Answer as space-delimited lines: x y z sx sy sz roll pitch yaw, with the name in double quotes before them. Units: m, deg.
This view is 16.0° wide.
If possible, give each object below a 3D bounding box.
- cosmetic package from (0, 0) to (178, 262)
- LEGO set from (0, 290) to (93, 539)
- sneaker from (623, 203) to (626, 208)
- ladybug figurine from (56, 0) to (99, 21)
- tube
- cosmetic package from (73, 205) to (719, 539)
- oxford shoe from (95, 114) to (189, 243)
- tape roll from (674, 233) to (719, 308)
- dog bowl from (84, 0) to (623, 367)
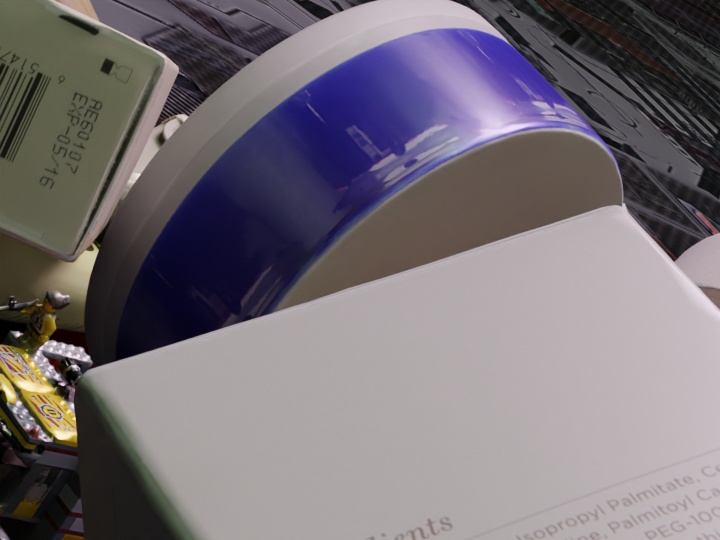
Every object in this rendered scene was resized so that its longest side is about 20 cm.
"cosmetic package" -0.121 -0.060 0.860 0.103 0.073 0.200 25 1 -3
"LEGO set" -0.146 0.032 0.705 0.154 0.116 0.200 23 19 -41
"sneaker" 0.125 0.030 1.139 0.200 0.074 0.118 27 -39 45
"ladybug figurine" -0.150 -0.096 1.051 0.136 0.072 0.200 52 -12 37
"tube" -0.128 -0.002 0.981 0.200 0.052 0.058 21 40 -50
"cosmetic package" 0.042 0.121 0.645 0.166 0.168 0.200 -18 44 -22
"oxford shoe" -0.063 -0.039 1.033 0.199 0.058 0.075 3 -8 -32
"tape roll" 0.185 0.072 0.981 0.203 0.037 0.203 38 -24 20
"dog bowl" 0.000 0.000 0.960 0.079 0.200 0.200 47 19 28
